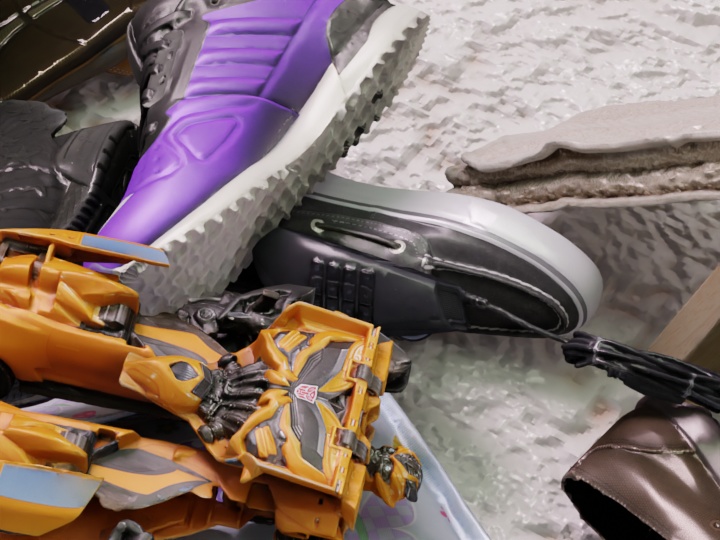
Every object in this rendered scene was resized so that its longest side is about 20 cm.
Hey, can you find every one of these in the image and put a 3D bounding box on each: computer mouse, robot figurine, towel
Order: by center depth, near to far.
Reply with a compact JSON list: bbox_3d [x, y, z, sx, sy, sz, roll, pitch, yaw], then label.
[{"bbox_3d":[-0.077,0.046,0.779,0.200,0.058,0.145,10,49,2],"label":"robot figurine"},{"bbox_3d":[0.049,0.027,0.922,0.200,0.059,0.034,18,92,12],"label":"computer mouse"},{"bbox_3d":[0.145,-0.054,0.988,0.200,0.035,0.132,-3,12,38],"label":"towel"}]

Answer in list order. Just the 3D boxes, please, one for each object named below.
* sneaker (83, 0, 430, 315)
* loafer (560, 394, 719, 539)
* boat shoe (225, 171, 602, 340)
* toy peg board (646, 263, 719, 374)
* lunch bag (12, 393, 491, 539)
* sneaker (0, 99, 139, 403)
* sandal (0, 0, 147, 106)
[{"bbox_3d":[-0.065,-0.063,0.953,0.099,0.070,0.200,36,54,10],"label":"sneaker"},{"bbox_3d":[0.142,0.135,0.892,0.071,0.073,0.200,-24,49,-13],"label":"loafer"},{"bbox_3d":[0.000,0.000,0.991,0.200,0.070,0.066,19,56,10],"label":"boat shoe"},{"bbox_3d":[0.249,0.015,0.935,0.199,0.200,0.098,-14,70,-20],"label":"toy peg board"},{"bbox_3d":[-0.061,0.101,0.854,0.169,0.127,0.200,-13,40,-18],"label":"lunch bag"},{"bbox_3d":[-0.152,-0.011,0.952,0.104,0.060,0.200,-4,33,25],"label":"sneaker"},{"bbox_3d":[-0.110,-0.116,1.095,0.200,0.055,0.082,-34,53,-15],"label":"sandal"}]
